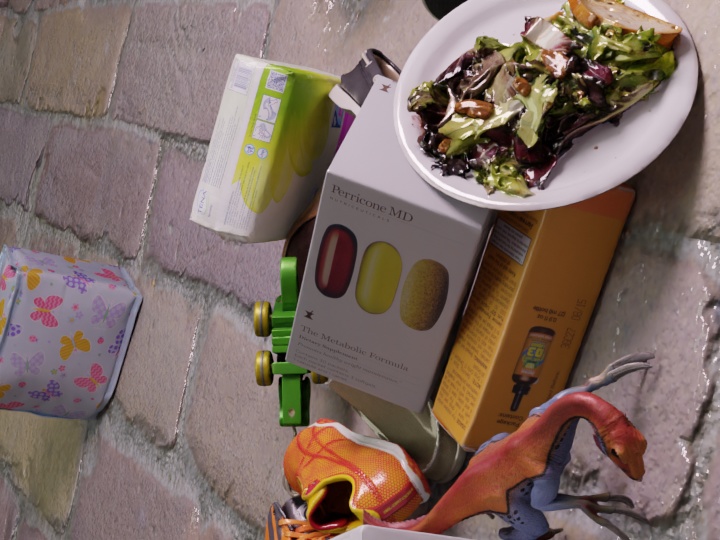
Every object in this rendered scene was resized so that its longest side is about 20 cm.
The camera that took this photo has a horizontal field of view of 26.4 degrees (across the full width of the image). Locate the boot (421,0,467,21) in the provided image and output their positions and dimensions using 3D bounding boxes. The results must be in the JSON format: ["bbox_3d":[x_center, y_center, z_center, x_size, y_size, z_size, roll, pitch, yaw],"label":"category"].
[{"bbox_3d":[0.109,-0.285,1.185,0.144,0.072,0.200,-59,-8,-27],"label":"boot"}]

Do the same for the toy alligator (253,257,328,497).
[{"bbox_3d":[-0.056,0.088,1.301,0.054,0.059,0.201,-34,-58,-84],"label":"toy alligator"}]

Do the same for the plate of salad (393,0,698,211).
[{"bbox_3d":[0.115,-0.125,0.988,0.048,0.199,0.200,64,-166,-53],"label":"plate of salad"}]

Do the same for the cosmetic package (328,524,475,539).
[{"bbox_3d":[0.063,0.204,0.908,0.101,0.200,0.071,-33,50,54],"label":"cosmetic package"}]

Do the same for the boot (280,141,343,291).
[{"bbox_3d":[0.000,0.000,1.275,0.166,0.072,0.200,58,137,49],"label":"boot"}]

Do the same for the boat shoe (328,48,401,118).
[{"bbox_3d":[0.039,-0.128,1.252,0.060,0.074,0.200,-55,31,8],"label":"boat shoe"}]

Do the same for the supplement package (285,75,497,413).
[{"bbox_3d":[0.028,-0.016,1.079,0.200,0.113,0.110,103,-171,-47],"label":"supplement package"}]

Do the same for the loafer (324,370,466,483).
[{"bbox_3d":[0.012,0.082,1.178,0.200,0.068,0.076,56,135,33],"label":"loafer"}]

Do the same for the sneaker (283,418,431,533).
[{"bbox_3d":[-0.023,0.162,1.181,0.073,0.077,0.200,60,158,-9],"label":"sneaker"}]

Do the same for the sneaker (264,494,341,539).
[{"bbox_3d":[-0.037,0.225,1.249,0.200,0.077,0.112,-49,39,46],"label":"sneaker"}]

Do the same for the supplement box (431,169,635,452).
[{"bbox_3d":[0.114,0.024,1.038,0.069,0.066,0.201,39,114,62],"label":"supplement box"}]

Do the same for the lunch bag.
[{"bbox_3d":[-0.387,0.085,1.917,0.127,0.169,0.201,41,117,60],"label":"lunch bag"}]

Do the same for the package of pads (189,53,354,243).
[{"bbox_3d":[-0.071,-0.103,1.348,0.200,0.068,0.155,-8,-64,-71],"label":"package of pads"}]

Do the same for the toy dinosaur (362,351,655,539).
[{"bbox_3d":[0.105,0.130,0.931,0.182,0.199,0.105,84,165,-62],"label":"toy dinosaur"}]
